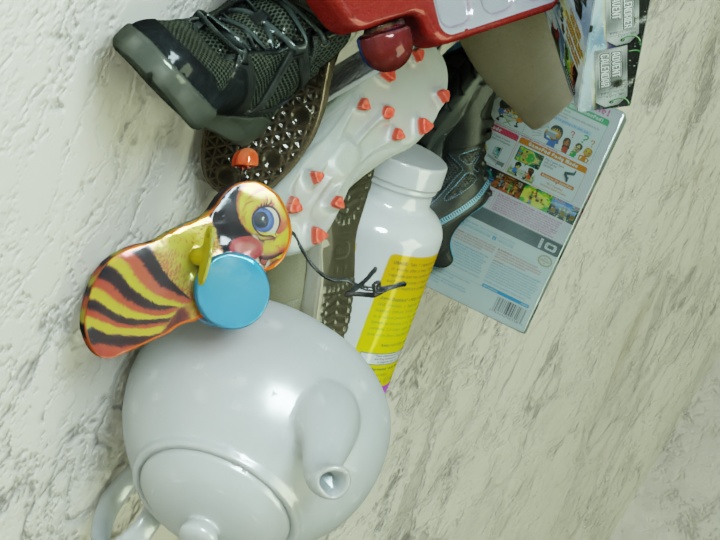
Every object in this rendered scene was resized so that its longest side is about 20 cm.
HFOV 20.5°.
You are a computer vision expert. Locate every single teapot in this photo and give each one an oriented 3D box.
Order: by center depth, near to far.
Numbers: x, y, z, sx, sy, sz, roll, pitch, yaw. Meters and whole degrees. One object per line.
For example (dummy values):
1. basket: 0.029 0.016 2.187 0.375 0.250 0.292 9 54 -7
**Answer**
1. teapot: -0.085 0.125 1.321 0.201 0.196 0.147 93 18 -50

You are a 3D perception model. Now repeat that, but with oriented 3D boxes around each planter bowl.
1. planter bowl: 0.135 -0.223 1.454 0.201 0.134 0.200 -53 -174 8

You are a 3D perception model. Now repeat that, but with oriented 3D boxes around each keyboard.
1. keyboard: -0.007 -0.130 1.304 0.056 0.011 0.200 -47 -168 -30

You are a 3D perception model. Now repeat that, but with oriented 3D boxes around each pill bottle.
1. pill bottle: 0.000 0.000 1.521 0.104 0.104 0.202 -20 134 -64

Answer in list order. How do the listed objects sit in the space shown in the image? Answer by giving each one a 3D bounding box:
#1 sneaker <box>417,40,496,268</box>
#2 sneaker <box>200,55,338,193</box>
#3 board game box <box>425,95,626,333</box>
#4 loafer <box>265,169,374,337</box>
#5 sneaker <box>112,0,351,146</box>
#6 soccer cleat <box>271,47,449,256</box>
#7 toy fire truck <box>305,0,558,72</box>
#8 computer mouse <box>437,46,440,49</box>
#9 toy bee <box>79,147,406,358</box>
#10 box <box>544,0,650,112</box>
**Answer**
1. sneaker: 0.073 -0.096 1.602 0.201 0.081 0.073 -62 -155 12
2. sneaker: -0.040 -0.139 1.291 0.201 0.070 0.076 -64 176 19
3. board game box: 0.116 -0.069 1.662 0.201 0.147 0.064 -64 170 3
4. loafer: -0.038 -0.041 1.432 0.076 0.068 0.202 1 98 -67
5. sneaker: -0.072 -0.137 1.160 0.114 0.076 0.199 -46 166 9
6. soccer cleat: -0.014 -0.087 1.354 0.200 0.077 0.070 -50 118 -28
7. toy fire truck: 0.029 -0.211 1.172 0.199 0.112 0.170 -23 101 -37
8. computer mouse: 0.042 -0.150 1.548 0.059 0.034 0.202 -31 143 -59
9. toy bee: -0.087 -0.017 1.251 0.199 0.130 0.110 -15 93 -34
10. box: 0.137 -0.221 1.252 0.137 0.039 0.201 91 -11 -54
